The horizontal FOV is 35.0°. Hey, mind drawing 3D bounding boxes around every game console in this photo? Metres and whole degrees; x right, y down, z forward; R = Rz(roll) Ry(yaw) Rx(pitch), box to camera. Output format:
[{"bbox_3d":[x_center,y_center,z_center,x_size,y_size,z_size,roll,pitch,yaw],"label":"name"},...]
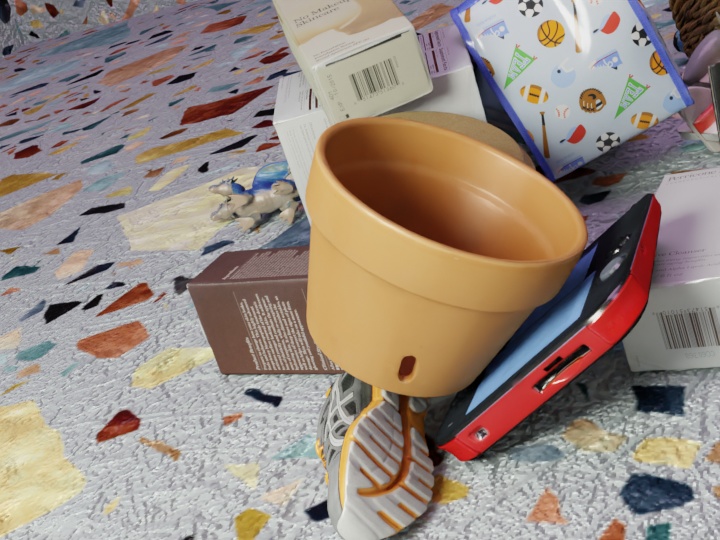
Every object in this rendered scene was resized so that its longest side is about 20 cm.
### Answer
[{"bbox_3d":[0.137,0.040,0.832,0.200,0.031,0.177,-46,8,33],"label":"game console"}]

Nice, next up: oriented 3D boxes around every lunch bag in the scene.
[{"bbox_3d":[0.209,-0.223,1.142,0.170,0.200,0.124,-31,21,18],"label":"lunch bag"}]

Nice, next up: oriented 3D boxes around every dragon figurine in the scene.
[{"bbox_3d":[-0.105,-0.097,1.413,0.200,0.059,0.099,-15,24,12],"label":"dragon figurine"}]

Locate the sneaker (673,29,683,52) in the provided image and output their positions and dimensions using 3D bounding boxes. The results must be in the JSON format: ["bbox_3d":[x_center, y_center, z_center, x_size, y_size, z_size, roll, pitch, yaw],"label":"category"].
[{"bbox_3d":[0.469,-0.342,1.506,0.090,0.078,0.200,-3,27,40],"label":"sneaker"}]

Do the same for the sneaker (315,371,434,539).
[{"bbox_3d":[0.003,0.129,0.825,0.077,0.078,0.200,-34,18,24],"label":"sneaker"}]

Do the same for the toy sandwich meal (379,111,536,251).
[{"bbox_3d":[0.066,-0.070,0.996,0.205,0.070,0.205,1,35,0],"label":"toy sandwich meal"}]

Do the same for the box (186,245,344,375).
[{"bbox_3d":[-0.047,0.035,1.024,0.200,0.100,0.075,-3,27,30],"label":"box"}]

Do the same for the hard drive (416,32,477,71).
[{"bbox_3d":[0.031,-0.182,1.290,0.140,0.200,0.038,8,45,-18],"label":"hard drive"}]

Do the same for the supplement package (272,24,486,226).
[{"bbox_3d":[0.037,-0.121,1.183,0.200,0.191,0.147,-15,28,7],"label":"supplement package"}]

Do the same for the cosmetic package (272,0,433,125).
[{"bbox_3d":[-0.012,-0.221,1.100,0.105,0.071,0.200,-24,35,-3],"label":"cosmetic package"}]

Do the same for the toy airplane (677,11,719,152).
[{"bbox_3d":[0.406,-0.215,1.181,0.200,0.141,0.199,-13,17,36],"label":"toy airplane"}]

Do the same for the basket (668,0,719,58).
[{"bbox_3d":[0.464,-0.344,1.352,0.200,0.149,0.143,-12,-12,-18],"label":"basket"}]

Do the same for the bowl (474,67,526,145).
[{"bbox_3d":[0.194,-0.202,1.303,0.201,0.105,0.201,20,4,-2],"label":"bowl"}]

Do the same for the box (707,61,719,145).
[{"bbox_3d":[0.414,-0.138,0.985,0.200,0.086,0.164,-10,-10,21],"label":"box"}]

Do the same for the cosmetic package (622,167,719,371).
[{"bbox_3d":[0.277,-0.008,0.897,0.113,0.081,0.200,-8,26,30],"label":"cosmetic package"}]

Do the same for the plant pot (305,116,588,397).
[{"bbox_3d":[0.046,-0.003,0.828,0.200,0.140,0.200,15,29,-8],"label":"plant pot"}]
